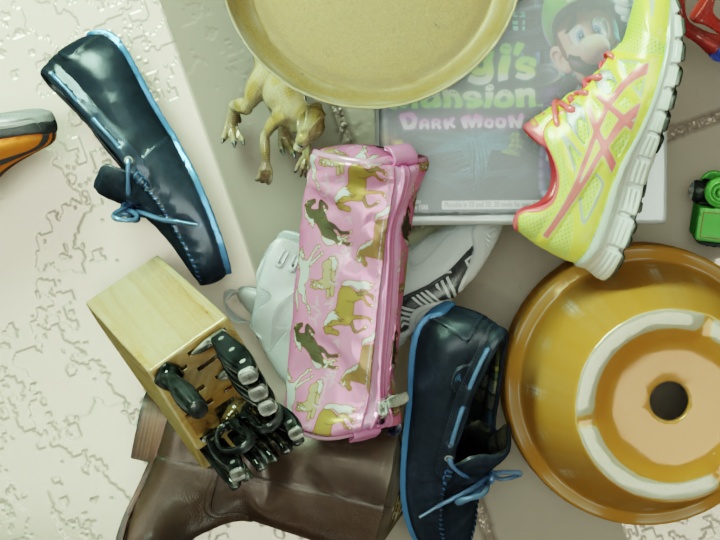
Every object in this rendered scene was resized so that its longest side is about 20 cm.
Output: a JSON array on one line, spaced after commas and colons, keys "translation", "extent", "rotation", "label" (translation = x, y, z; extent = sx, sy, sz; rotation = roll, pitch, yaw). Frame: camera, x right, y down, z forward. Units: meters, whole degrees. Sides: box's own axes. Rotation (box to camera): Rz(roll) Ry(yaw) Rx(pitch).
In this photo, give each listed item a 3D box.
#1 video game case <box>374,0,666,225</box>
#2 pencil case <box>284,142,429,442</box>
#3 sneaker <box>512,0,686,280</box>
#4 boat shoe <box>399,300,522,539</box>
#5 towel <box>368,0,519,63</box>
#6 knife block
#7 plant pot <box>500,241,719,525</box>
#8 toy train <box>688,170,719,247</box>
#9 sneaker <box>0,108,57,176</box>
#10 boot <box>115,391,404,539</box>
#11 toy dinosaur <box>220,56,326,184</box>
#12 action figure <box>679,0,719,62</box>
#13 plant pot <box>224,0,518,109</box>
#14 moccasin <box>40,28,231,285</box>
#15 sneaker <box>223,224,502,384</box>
[{"translation": [0.109, -0.122, 1.304], "extent": [0.200, 0.023, 0.182], "rotation": [0, 92, 4], "label": "video game case"}, {"translation": [-0.003, 0.012, 1.271], "extent": [0.086, 0.083, 0.200], "rotation": [5, 95, 12], "label": "pencil case"}, {"translation": [0.156, -0.099, 1.254], "extent": [0.090, 0.078, 0.200], "rotation": [17, 94, 4], "label": "sneaker"}, {"translation": [0.069, 0.121, 1.315], "extent": [0.069, 0.084, 0.200], "rotation": [14, 127, 26], "label": "boat shoe"}, {"translation": [0.080, -0.246, 1.286], "extent": [0.200, 0.023, 0.144], "rotation": [-32, 81, -2], "label": "towel"}, {"translation": [-0.112, 0.055, 1.247], "extent": [0.064, 0.176, 0.200], "rotation": [-34, 71, -11], "label": "knife block"}, {"translation": [0.199, 0.082, 1.293], "extent": [0.200, 0.183, 0.200], "rotation": [0, 92, 1], "label": "plant pot"}, {"translation": [0.332, -0.033, 1.360], "extent": [0.200, 0.042, 0.056], "rotation": [7, 102, 0], "label": "toy train"}, {"translation": [-0.296, -0.042, 1.357], "extent": [0.200, 0.078, 0.112], "rotation": [-18, 96, 12], "label": "sneaker"}, {"translation": [-0.068, 0.185, 1.348], "extent": [0.200, 0.064, 0.187], "rotation": [11, 104, 3], "label": "boot"}, {"translation": [-0.060, -0.129, 1.340], "extent": [0.058, 0.200, 0.101], "rotation": [-3, 130, -27], "label": "toy dinosaur"}, {"translation": [0.317, -0.161, 1.333], "extent": [0.200, 0.065, 0.099], "rotation": [32, 81, -20], "label": "action figure"}, {"translation": [0.008, -0.201, 1.259], "extent": [0.200, 0.027, 0.200], "rotation": [-1, 80, 3], "label": "plant pot"}, {"translation": [-0.160, -0.071, 1.351], "extent": [0.068, 0.080, 0.200], "rotation": [-28, 78, -12], "label": "moccasin"}, {"translation": [0.000, 0.000, 1.346], "extent": [0.200, 0.075, 0.115], "rotation": [-43, 94, 5], "label": "sneaker"}]
